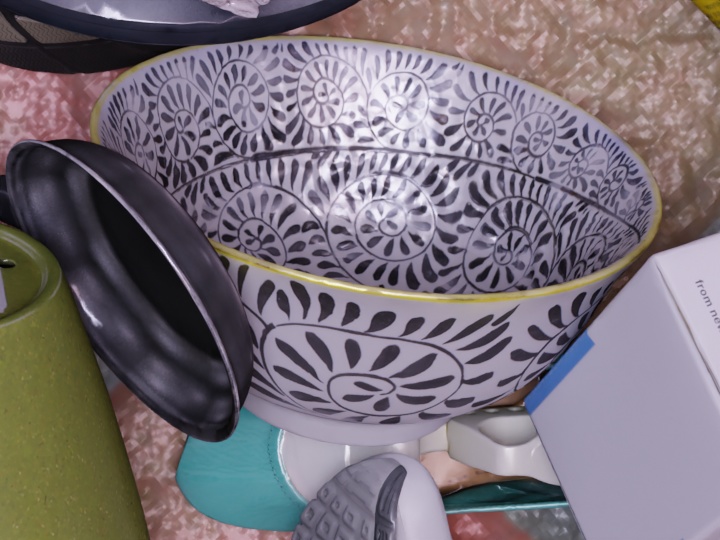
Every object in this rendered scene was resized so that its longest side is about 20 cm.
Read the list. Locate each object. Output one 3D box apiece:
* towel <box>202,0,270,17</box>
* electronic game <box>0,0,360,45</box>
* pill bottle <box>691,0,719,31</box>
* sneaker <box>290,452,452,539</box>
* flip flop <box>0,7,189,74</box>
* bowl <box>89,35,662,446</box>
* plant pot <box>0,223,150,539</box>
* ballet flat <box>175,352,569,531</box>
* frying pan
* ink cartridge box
[{"bbox_3d":[-0.125,-0.166,0.839,0.190,0.201,0.032,9,134,-29],"label":"towel"},{"bbox_3d":[-0.069,-0.149,0.920,0.199,0.201,0.042,1,138,-9],"label":"electronic game"},{"bbox_3d":[0.180,-0.119,0.979,0.200,0.113,0.113,45,87,-8],"label":"pill bottle"},{"bbox_3d":[0.029,0.143,0.981,0.087,0.075,0.201,-24,128,-20],"label":"sneaker"},{"bbox_3d":[-0.065,-0.124,0.967,0.199,0.081,0.058,-17,67,-5],"label":"flip flop"},{"bbox_3d":[0.000,0.000,0.941,0.200,0.201,0.095,4,118,-9],"label":"bowl"},{"bbox_3d":[-0.145,0.090,0.877,0.186,0.187,0.201,0,115,-9],"label":"plant pot"},{"bbox_3d":[0.031,0.061,0.990,0.199,0.070,0.068,-5,93,-8],"label":"ballet flat"},{"bbox_3d":[-0.091,-0.001,0.882,0.031,0.190,0.115,-36,114,-22],"label":"frying pan"},{"bbox_3d":[0.175,0.026,0.901,0.199,0.145,0.084,-18,73,-21],"label":"ink cartridge box"}]
